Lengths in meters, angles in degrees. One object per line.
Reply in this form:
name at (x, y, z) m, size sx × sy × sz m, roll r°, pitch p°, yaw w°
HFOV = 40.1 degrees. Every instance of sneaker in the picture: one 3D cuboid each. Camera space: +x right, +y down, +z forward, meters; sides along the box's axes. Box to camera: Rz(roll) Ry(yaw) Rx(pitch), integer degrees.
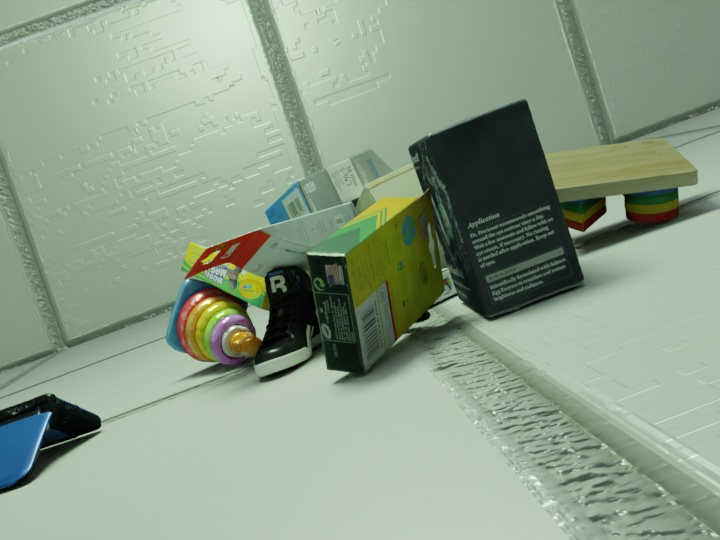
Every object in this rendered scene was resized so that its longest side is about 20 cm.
sneaker at (-0.100, 0.057, 1.233) m, size 0.072 × 0.114 × 0.200 m, roll -19°, pitch 5°, yaw 16°

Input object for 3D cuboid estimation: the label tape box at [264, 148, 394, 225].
label tape box at (-0.028, -0.119, 1.462) m, size 0.198 × 0.064 × 0.144 m, roll -27°, pitch -2°, yaw -29°

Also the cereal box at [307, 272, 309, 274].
cereal box at (-0.084, 0.005, 1.509) m, size 0.141 × 0.040 × 0.200 m, roll 22°, pitch -10°, yaw -4°

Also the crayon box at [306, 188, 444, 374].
crayon box at (0.022, 0.005, 1.037) m, size 0.050 × 0.130 × 0.200 m, roll 3°, pitch 24°, yaw 31°

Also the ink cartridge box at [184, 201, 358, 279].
ink cartridge box at (-0.112, -0.018, 1.243) m, size 0.197 × 0.048 × 0.160 m, roll -19°, pitch -7°, yaw -24°

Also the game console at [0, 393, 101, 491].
game console at (-0.426, 0.234, 1.164) m, size 0.196 × 0.121 × 0.171 m, roll -18°, pitch -26°, yaw 13°

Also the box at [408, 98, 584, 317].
box at (0.145, -0.069, 1.103) m, size 0.115 × 0.204 × 0.197 m, roll -19°, pitch 4°, yaw -2°

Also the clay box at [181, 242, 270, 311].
clay box at (-0.150, 0.020, 1.413) m, size 0.198 × 0.048 × 0.114 m, roll 24°, pitch 4°, yaw 36°

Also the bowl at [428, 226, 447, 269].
bowl at (0.154, -0.058, 1.430) m, size 0.198 × 0.075 × 0.200 m, roll -25°, pitch -17°, yaw -33°

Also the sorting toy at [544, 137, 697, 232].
sorting toy at (0.325, -0.109, 1.309) m, size 0.195 × 0.071 × 0.199 m, roll -7°, pitch 18°, yaw 7°

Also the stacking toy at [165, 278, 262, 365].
stacking toy at (-0.183, 0.090, 1.377) m, size 0.114 × 0.112 × 0.199 m, roll 17°, pitch 1°, yaw -33°

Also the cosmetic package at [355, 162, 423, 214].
cosmetic package at (0.092, -0.107, 1.425) m, size 0.198 × 0.074 × 0.104 m, roll -27°, pitch -17°, yaw -26°

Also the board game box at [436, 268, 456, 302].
board game box at (0.033, 0.041, 1.330) m, size 0.125 × 0.035 × 0.199 m, roll -23°, pitch 6°, yaw -31°

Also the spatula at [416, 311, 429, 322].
spatula at (0.019, 0.059, 1.183) m, size 0.056 × 0.021 × 0.199 m, roll -21°, pitch 5°, yaw -33°
